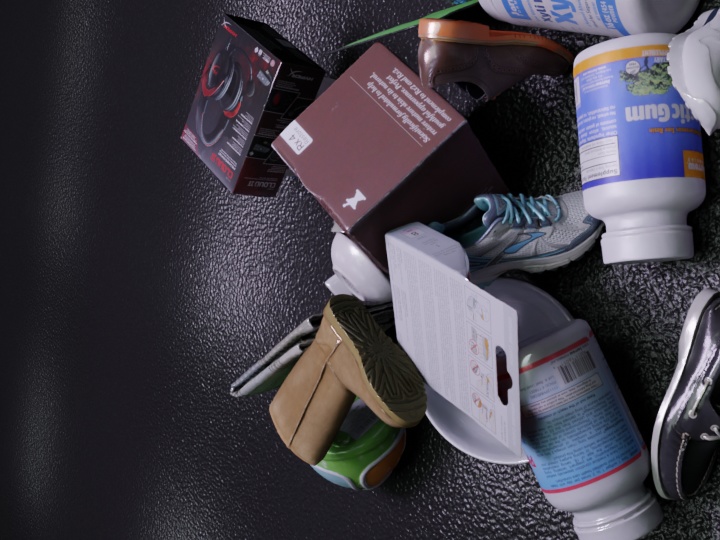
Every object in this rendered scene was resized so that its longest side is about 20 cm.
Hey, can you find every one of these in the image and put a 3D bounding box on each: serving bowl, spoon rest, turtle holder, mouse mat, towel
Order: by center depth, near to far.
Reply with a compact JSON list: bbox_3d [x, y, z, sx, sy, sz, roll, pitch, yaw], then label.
[{"bbox_3d":[0.159,0.105,0.972,0.199,0.066,0.202,3,96,27],"label":"serving bowl"},{"bbox_3d":[0.074,-0.281,0.997,0.160,0.199,0.008,-1,114,49],"label":"mouse mat"},{"bbox_3d":[0.000,0.000,1.038,0.099,0.061,0.200,46,169,-2],"label":"spoon rest"},{"bbox_3d":[-0.043,0.101,1.131,0.200,0.192,0.035,-42,67,42],"label":"towel"},{"bbox_3d":[-0.028,0.210,1.147,0.184,0.141,0.132,-3,128,24],"label":"turtle holder"}]

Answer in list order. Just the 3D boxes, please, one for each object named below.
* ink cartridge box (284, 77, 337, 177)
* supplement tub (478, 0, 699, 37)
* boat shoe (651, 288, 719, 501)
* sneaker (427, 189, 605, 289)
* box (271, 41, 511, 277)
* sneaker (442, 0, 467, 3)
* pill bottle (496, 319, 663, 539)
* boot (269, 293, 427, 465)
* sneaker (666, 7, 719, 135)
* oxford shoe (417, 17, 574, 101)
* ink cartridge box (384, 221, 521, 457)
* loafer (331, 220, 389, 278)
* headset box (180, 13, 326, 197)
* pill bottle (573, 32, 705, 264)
[{"bbox_3d":[-0.082,-0.194,1.218,0.199,0.128,0.126,6,95,47],"label":"ink cartridge box"},{"bbox_3d":[0.221,-0.300,0.869,0.199,0.131,0.133,23,107,46],"label":"supplement tub"},{"bbox_3d":[0.320,0.120,0.808,0.060,0.074,0.202,19,96,52],"label":"boat shoe"},{"bbox_3d":[0.158,-0.042,0.913,0.199,0.087,0.078,-22,40,4],"label":"sneaker"},{"bbox_3d":[0.044,-0.102,0.982,0.164,0.200,0.166,-42,55,3],"label":"box"},{"bbox_3d":[0.134,-0.392,1.006,0.201,0.075,0.087,-62,32,0],"label":"sneaker"},{"bbox_3d":[0.209,0.157,0.854,0.109,0.108,0.201,-29,83,45],"label":"pill bottle"},{"bbox_3d":[-0.018,0.149,0.977,0.176,0.066,0.201,58,137,33],"label":"boot"},{"bbox_3d":[0.313,-0.184,0.731,0.080,0.200,0.077,-21,114,43],"label":"sneaker"},{"bbox_3d":[0.137,-0.211,0.915,0.071,0.199,0.074,26,112,55],"label":"oxford shoe"},{"bbox_3d":[0.101,0.060,0.856,0.200,0.057,0.164,29,135,48],"label":"ink cartridge box"},{"bbox_3d":[-0.003,-0.065,1.139,0.070,0.070,0.202,1,106,37],"label":"loafer"},{"bbox_3d":[-0.144,-0.200,1.135,0.149,0.075,0.201,46,121,37],"label":"headset box"},{"bbox_3d":[0.263,-0.109,0.836,0.112,0.112,0.202,-8,85,48],"label":"pill bottle"}]
